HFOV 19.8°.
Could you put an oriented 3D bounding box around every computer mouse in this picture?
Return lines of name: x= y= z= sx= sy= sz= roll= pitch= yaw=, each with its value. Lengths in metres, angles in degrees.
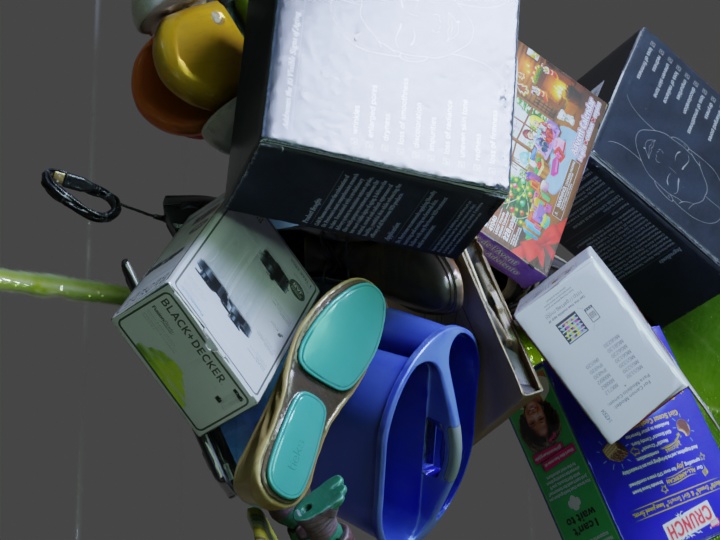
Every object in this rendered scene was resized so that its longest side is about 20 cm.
computer mouse: x=-0.169 y=-0.056 z=1.713 sx=0.199 sy=0.034 sz=0.059 roll=14 pitch=38 yaw=-29

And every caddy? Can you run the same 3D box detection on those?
caddy: x=0.038 y=0.129 z=1.667 sx=0.105 sy=0.201 sz=0.141 roll=23 pitch=37 yaw=29

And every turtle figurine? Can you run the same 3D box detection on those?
turtle figurine: x=0.000 y=0.238 z=1.601 sx=0.101 sy=0.149 sz=0.201 roll=-53 pitch=124 yaw=-32

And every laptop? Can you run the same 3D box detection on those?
laptop: x=-0.094 y=0.072 z=1.654 sx=0.115 sy=0.200 sz=0.188 roll=-25 pitch=79 yaw=-4

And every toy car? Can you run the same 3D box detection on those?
toy car: x=-0.107 y=-0.176 z=1.757 sx=0.199 sy=0.150 sz=0.176 roll=-24 pitch=77 yaw=-38

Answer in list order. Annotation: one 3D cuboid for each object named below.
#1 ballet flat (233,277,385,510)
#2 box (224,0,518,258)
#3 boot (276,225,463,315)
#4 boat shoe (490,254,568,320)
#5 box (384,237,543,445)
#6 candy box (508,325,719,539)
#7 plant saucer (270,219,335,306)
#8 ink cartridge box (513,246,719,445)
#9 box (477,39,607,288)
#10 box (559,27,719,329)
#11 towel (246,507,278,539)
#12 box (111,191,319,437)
ballet flat: x=-0.045 y=0.091 z=1.573 sx=0.069 sy=0.063 sz=0.201 roll=40 pitch=60 yaw=-22
box: x=0.010 y=-0.139 z=1.608 sx=0.195 sy=0.124 sz=0.201 roll=13 pitch=62 yaw=-14
boot: x=0.000 y=0.000 z=1.716 sx=0.096 sy=0.200 sz=0.075 roll=-11 pitch=111 yaw=-29
boat shoe: x=0.123 y=0.013 z=1.862 sx=0.199 sy=0.075 sz=0.073 roll=12 pitch=17 yaw=-23
box: x=0.083 y=0.056 z=1.740 sx=0.021 sy=0.200 sz=0.164 roll=-19 pitch=78 yaw=-21
candy box: x=0.240 y=0.169 z=1.876 sx=0.168 sy=0.077 sz=0.201 roll=-13 pitch=72 yaw=-40
plant saucer: x=-0.029 y=0.028 z=1.792 sx=0.070 sy=0.019 sz=0.201 roll=-17 pitch=77 yaw=-41
ink cartridge box: x=0.213 y=0.076 z=1.728 sx=0.176 sy=0.084 sz=0.200 roll=53 pitch=6 yaw=2
box: x=0.132 y=-0.103 z=1.834 sx=0.136 sy=0.039 sz=0.201 roll=32 pitch=58 yaw=-17
box: x=0.287 y=-0.091 z=2.023 sx=0.196 sy=0.124 sz=0.201 roll=38 pitch=48 yaw=-12
towel: x=-0.061 y=0.279 z=1.557 sx=0.201 sy=0.018 sz=0.086 roll=-101 pitch=171 yaw=-45
box: x=-0.108 y=0.026 z=1.593 sx=0.117 sy=0.060 sz=0.200 roll=54 pitch=24 yaw=-14
